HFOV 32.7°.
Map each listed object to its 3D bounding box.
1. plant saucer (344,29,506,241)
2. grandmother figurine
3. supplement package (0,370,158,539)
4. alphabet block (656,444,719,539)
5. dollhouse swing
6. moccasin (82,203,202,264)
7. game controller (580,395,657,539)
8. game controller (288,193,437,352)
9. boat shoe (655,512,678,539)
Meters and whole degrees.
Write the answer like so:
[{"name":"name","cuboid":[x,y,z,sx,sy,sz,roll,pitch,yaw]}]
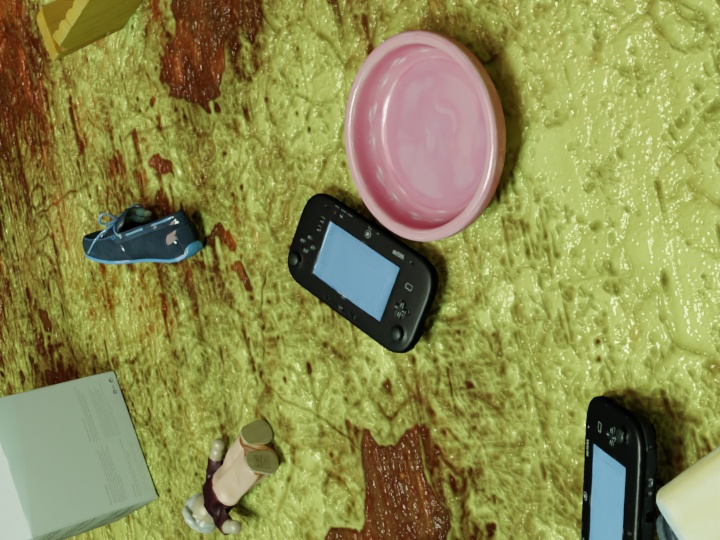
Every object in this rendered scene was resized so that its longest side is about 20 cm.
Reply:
[{"name":"plant saucer","cuboid":[0.068,-0.131,1.190,0.199,0.051,0.203,11,106,45]},{"name":"grandmother figurine","cuboid":[-0.165,0.271,1.519,0.200,0.060,0.122,-49,37,43]},{"name":"supplement package","cuboid":[-0.421,0.267,1.678,0.147,0.199,0.193,-34,73,44]},{"name":"alphabet block","cuboid":[0.364,0.163,0.838,0.200,0.195,0.196,-48,66,40]},{"name":"dollhouse swing","cuboid":[-0.331,-0.402,1.476,0.176,0.182,0.200,51,134,-1]},{"name":"moccasin","cuboid":[-0.278,-0.052,1.557,0.198,0.080,0.069,-2,112,34]},{"name":"game controller","cuboid":[0.226,0.215,1.088,0.104,0.042,0.202,-155,63,-63]},{"name":"game controller","cuboid":[0.000,0.000,1.285,0.199,0.042,0.105,34,122,36]},{"name":"boat shoe","cuboid":[0.321,0.270,1.002,0.091,0.070,0.202,-44,60,43]}]
